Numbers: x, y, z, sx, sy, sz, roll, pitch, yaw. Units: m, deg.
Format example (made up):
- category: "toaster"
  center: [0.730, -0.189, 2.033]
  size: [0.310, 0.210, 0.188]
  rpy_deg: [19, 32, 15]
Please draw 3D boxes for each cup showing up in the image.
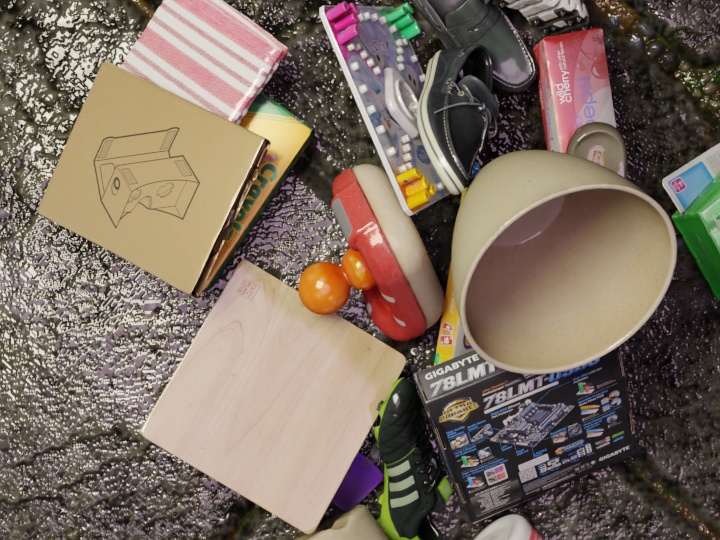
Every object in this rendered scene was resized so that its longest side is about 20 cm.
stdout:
- category: "cup"
  center: [0.163, -0.028, 0.936]
  size: [0.198, 0.144, 0.202]
  rpy_deg: [-8, 128, -11]

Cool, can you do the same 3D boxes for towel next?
- category: "towel"
  center: [-0.177, -0.172, 1.021]
  size: [0.146, 0.030, 0.201]
  rpy_deg: [37, 94, 22]

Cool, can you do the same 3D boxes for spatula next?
- category: "spatula"
  center: [0.033, 0.170, 1.101]
  size: [0.056, 0.021, 0.200]
  rpy_deg: [41, 88, -16]

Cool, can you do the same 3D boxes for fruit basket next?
- category: "fruit basket"
  center: [0.437, -0.063, 1.072]
  size: [0.199, 0.094, 0.187]
  rpy_deg: [-30, 94, -4]

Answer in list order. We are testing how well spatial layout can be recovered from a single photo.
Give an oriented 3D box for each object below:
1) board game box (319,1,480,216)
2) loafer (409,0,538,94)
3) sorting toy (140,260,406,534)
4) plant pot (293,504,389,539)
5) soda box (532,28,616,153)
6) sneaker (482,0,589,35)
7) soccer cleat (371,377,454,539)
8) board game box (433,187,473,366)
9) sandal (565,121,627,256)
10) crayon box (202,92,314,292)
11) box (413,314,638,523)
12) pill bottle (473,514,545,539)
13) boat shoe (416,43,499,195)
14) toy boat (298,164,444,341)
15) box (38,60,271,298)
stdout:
- category: "board game box"
  center: [0.046, -0.166, 1.000]
  size: [0.026, 0.200, 0.202]
  rpy_deg: [-22, 94, 25]
- category: "loafer"
  center: [0.106, -0.261, 1.058]
  size: [0.068, 0.070, 0.201]
  rpy_deg: [-45, 94, 0]
- category: "sorting toy"
  center: [-0.088, 0.129, 1.059]
  size: [0.198, 0.070, 0.201]
  rpy_deg: [31, 80, -2]
- category: "plant pot"
  center: [-0.009, 0.348, 1.038]
  size: [0.199, 0.200, 0.185]
  rpy_deg: [-28, 83, -1]
- category: "soda box"
  center: [0.227, -0.141, 1.070]
  size: [0.063, 0.070, 0.203]
  rpy_deg: [-10, 93, 0]
- category: "sneaker"
  center: [0.160, -0.306, 1.027]
  size: [0.199, 0.066, 0.092]
  rpy_deg: [15, 73, -44]
- category: "soccer cleat"
  center: [0.056, 0.198, 1.050]
  size: [0.080, 0.068, 0.202]
  rpy_deg: [14, 123, 25]
- category: "board game box"
  center: [0.123, 0.021, 1.067]
  size: [0.030, 0.095, 0.203]
  rpy_deg: [14, 95, 39]
- category: "sandal"
  center: [0.239, -0.043, 1.015]
  size: [0.081, 0.055, 0.203]
  rpy_deg: [-1, 100, -1]
- category: "crayon box"
  center: [-0.150, -0.094, 1.062]
  size: [0.118, 0.058, 0.201]
  rpy_deg: [34, 91, -2]
- category: "box"
  center: [0.172, 0.147, 1.043]
  size: [0.198, 0.050, 0.200]
  rpy_deg: [-23, 128, 0]
- category: "pill bottle"
  center: [0.193, 0.362, 1.075]
  size: [0.109, 0.109, 0.200]
  rpy_deg: [-43, 94, 0]
- category: "boat shoe"
  center: [0.097, -0.152, 0.988]
  size: [0.062, 0.201, 0.075]
  rpy_deg: [-19, 127, 25]
- category: "toy boat"
  center: [0.000, 0.000, 1.009]
  size: [0.130, 0.200, 0.131]
  rpy_deg: [-26, 57, 2]
- category: "box"
  center: [-0.201, -0.089, 0.990]
  size: [0.199, 0.021, 0.165]
  rpy_deg: [27, 92, 20]
